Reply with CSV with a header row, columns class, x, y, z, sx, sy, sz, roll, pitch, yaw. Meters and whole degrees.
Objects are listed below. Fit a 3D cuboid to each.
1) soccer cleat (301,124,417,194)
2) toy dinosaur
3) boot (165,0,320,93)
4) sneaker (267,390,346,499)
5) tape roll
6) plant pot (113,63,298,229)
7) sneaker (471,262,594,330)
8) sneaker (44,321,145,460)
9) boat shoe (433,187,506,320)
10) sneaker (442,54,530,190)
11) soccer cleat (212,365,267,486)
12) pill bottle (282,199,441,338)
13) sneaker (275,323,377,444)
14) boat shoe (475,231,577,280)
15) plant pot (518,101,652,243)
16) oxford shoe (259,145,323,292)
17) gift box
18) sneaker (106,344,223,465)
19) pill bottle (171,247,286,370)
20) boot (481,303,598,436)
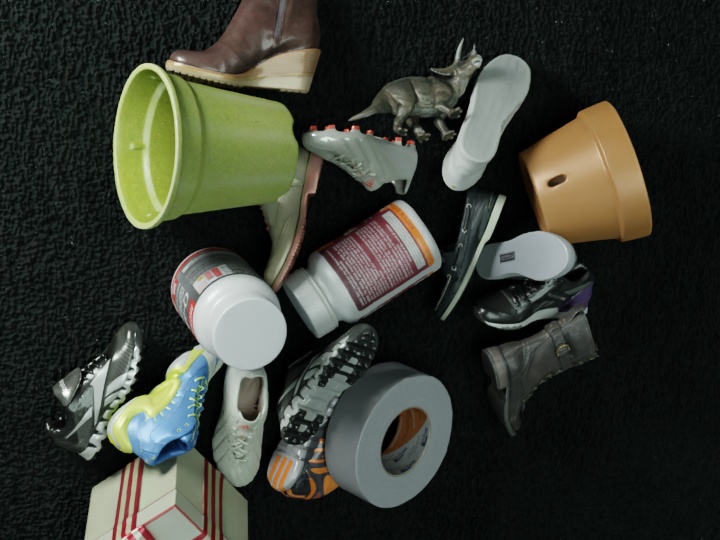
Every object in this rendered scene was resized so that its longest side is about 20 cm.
class,x,y,z,sx,sy,sz,roll,pitch,yaw
soccer cleat,0.003,-0.147,1.669,0.200,0.069,0.078,7,89,-44
toy dinosaur,0.077,-0.229,1.697,0.200,0.102,0.077,-18,150,-3
boot,-0.146,-0.316,1.595,0.200,0.072,0.166,2,94,-21
sneaker,-0.052,0.236,1.803,0.112,0.078,0.200,32,84,-44
tape roll,0.043,0.235,1.796,0.200,0.066,0.200,-19,118,-40
plant pot,-0.187,-0.151,1.566,0.184,0.200,0.200,-1,108,-33
sneaker,0.254,0.026,1.840,0.200,0.076,0.088,-8,128,-28
sneaker,-0.355,0.153,1.652,0.090,0.066,0.200,22,100,-28
boat shoe,0.139,-0.027,1.791,0.066,0.075,0.199,25,107,2
sneaker,0.167,-0.203,1.745,0.074,0.116,0.200,29,61,-1
soccer cleat,-0.164,0.214,1.732,0.069,0.078,0.200,-2,109,-22
pill bottle,0.000,0.000,1.716,0.200,0.114,0.114,-32,116,-10
sneaker,-0.056,0.139,1.714,0.066,0.091,0.200,24,111,-38
boat shoe,0.242,-0.018,1.767,0.057,0.200,0.069,3,87,-32
plant pot,0.310,-0.123,1.769,0.140,0.200,0.200,-18,114,4
oxford shoe,-0.106,-0.071,1.669,0.074,0.071,0.200,15,79,-5
gift box,-0.264,0.369,1.674,0.200,0.187,0.185,-39,115,13
sneaker,-0.234,0.186,1.667,0.200,0.105,0.076,-42,158,-23
pill bottle,-0.169,0.049,1.616,0.116,0.200,0.116,-6,109,-19
boot,0.277,0.152,1.869,0.174,0.069,0.200,-22,134,-8
